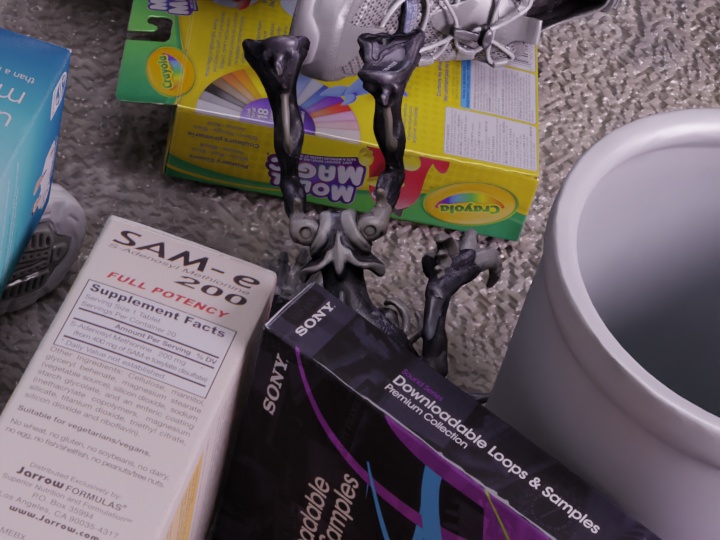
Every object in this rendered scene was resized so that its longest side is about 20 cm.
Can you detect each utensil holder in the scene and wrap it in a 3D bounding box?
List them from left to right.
[{"bbox_3d":[0.129,0.067,0.854,0.169,0.200,0.170,8,46,-8],"label":"utensil holder"}]

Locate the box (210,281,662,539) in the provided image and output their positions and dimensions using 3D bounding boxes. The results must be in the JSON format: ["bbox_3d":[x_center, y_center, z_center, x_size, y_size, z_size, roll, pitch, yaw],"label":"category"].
[{"bbox_3d":[0.035,0.113,0.824,0.200,0.143,0.036,37,50,19],"label":"box"}]

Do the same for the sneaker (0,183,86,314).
[{"bbox_3d":[-0.222,-0.017,0.928,0.199,0.078,0.099,-10,44,-36],"label":"sneaker"}]

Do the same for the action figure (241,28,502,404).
[{"bbox_3d":[0.000,0.000,0.937,0.118,0.201,0.102,-2,5,15],"label":"action figure"}]

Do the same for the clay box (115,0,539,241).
[{"bbox_3d":[-0.015,-0.084,1.057,0.199,0.048,0.115,10,43,-5],"label":"clay box"}]

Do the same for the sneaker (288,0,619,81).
[{"bbox_3d":[0.048,-0.131,1.033,0.082,0.075,0.200,38,44,26],"label":"sneaker"}]

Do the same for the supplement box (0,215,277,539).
[{"bbox_3d":[-0.102,0.095,0.812,0.073,0.126,0.200,19,45,4],"label":"supplement box"}]

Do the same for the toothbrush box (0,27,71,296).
[{"bbox_3d":[-0.206,-0.013,0.792,0.146,0.085,0.200,18,44,2],"label":"toothbrush box"}]
